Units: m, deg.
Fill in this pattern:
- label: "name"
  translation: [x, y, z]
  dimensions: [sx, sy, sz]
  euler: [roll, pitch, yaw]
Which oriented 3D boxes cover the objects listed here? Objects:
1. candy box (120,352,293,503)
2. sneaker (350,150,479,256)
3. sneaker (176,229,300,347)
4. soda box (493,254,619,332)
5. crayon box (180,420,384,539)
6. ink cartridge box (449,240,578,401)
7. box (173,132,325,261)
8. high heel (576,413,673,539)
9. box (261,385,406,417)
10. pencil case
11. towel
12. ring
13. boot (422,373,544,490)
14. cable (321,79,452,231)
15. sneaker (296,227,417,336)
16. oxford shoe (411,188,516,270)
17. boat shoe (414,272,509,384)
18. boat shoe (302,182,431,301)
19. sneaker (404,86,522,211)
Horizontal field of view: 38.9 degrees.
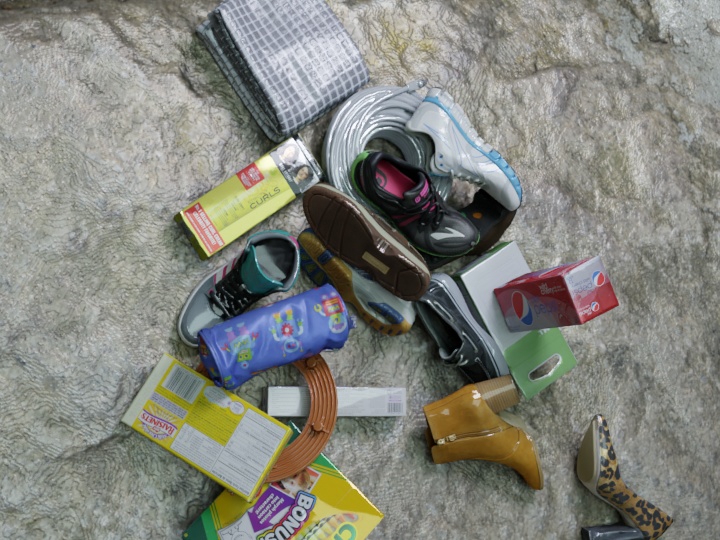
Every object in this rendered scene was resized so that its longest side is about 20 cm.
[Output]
- label: "candy box"
  translation: [-0.192, 0.195, 1.273]
  dimensions: [0.198, 0.026, 0.103]
  euler: [29, 76, 14]
- label: "sneaker"
  translation: [0.073, -0.085, 1.335]
  dimensions: [0.198, 0.084, 0.078]
  euler: [34, 77, -11]
- label: "sneaker"
  translation: [-0.148, 0.019, 1.303]
  dimensions: [0.084, 0.121, 0.200]
  euler: [46, 72, -8]
- label: "soda box"
  translation: [0.252, 0.035, 1.335]
  dimensions: [0.063, 0.200, 0.071]
  euler: [-23, 90, -18]
- label: "crayon box"
  translation: [-0.097, 0.326, 1.290]
  dimensions: [0.172, 0.058, 0.200]
  euler: [42, 72, 11]
- label: "ink cartridge box"
  translation: [0.216, 0.072, 1.457]
  dimensions: [0.103, 0.059, 0.202]
  euler: [-30, 94, -20]
- label: "box"
  translation: [-0.147, -0.099, 1.356]
  dimensions: [0.199, 0.050, 0.076]
  euler: [-35, 96, -19]
- label: "high heel"
  translation: [0.389, 0.299, 1.478]
  dimensions: [0.140, 0.071, 0.204]
  euler: [-5, 101, -13]
- label: "box"
  translation: [-0.034, 0.176, 1.367]
  dimensions: [0.196, 0.039, 0.042]
  euler: [2, 81, -19]
- label: "pencil case"
  translation: [-0.105, 0.085, 1.283]
  dimensions: [0.197, 0.078, 0.088]
  euler: [-19, 86, -18]
- label: "towel"
  translation: [-0.101, -0.299, 1.379]
  dimensions: [0.165, 0.085, 0.202]
  euler: [-36, 95, -20]
- label: "ring"
  translation: [-0.127, 0.169, 1.304]
  dimensions: [0.196, 0.019, 0.204]
  euler: [-1, 69, 3]
- label: "boot"
  translation: [0.169, 0.245, 1.421]
  dimensions: [0.142, 0.071, 0.204]
  euler: [-22, 115, 1]
- label: "cable"
  translation: [0.037, -0.154, 1.414]
  dimensions: [0.196, 0.069, 0.204]
  euler: [-12, 91, -23]
- label: "sneaker"
  translation: [0.000, 0.000, 1.394]
  dimensions: [0.199, 0.075, 0.089]
  euler: [41, 57, -14]
- label: "oxford shoe"
  translation: [0.150, -0.044, 1.433]
  dimensions: [0.198, 0.085, 0.073]
  euler: [-31, 52, -23]
- label: "boat shoe"
  translation: [0.132, 0.101, 1.404]
  dimensions: [0.071, 0.072, 0.201]
  euler: [-45, 106, -38]
- label: "boat shoe"
  translation: [0.009, -0.041, 1.341]
  dimensions: [0.202, 0.075, 0.075]
  euler: [43, 115, -4]
- label: "sneaker"
  translation: [0.136, -0.146, 1.386]
  dimensions: [0.087, 0.075, 0.200]
  euler: [-45, 94, -12]
